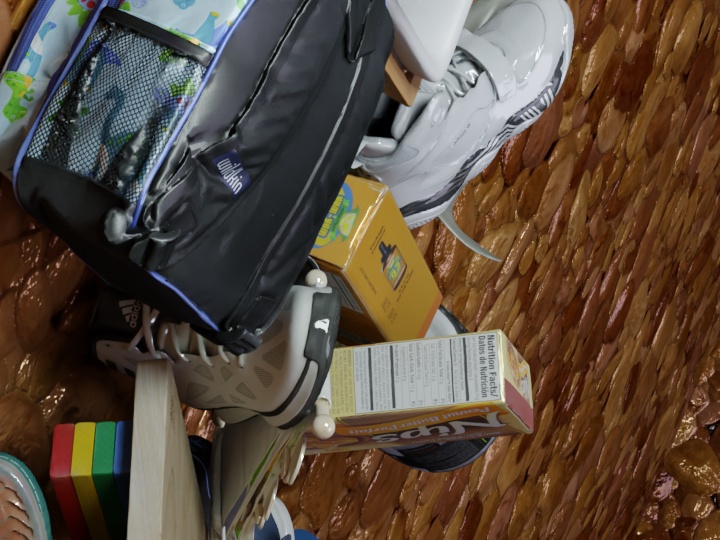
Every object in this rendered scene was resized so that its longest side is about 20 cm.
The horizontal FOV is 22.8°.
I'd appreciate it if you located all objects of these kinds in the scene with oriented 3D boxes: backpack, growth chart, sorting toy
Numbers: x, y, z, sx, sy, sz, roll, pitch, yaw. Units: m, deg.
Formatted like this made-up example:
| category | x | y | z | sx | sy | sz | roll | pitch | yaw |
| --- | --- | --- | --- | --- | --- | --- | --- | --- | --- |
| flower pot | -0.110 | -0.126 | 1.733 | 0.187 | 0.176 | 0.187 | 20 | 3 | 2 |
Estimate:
| category | x | y | z | sx | sy | sz | roll | pitch | yaw |
| --- | --- | --- | --- | --- | --- | --- | --- | --- | --- |
| backpack | -0.085 | -0.090 | 0.905 | 0.201 | 0.146 | 0.183 | -60 | 157 | -9 |
| growth chart | -0.058 | 0.096 | 1.077 | 0.200 | 0.018 | 0.146 | 125 | -27 | -46 |
| sorting toy | -0.131 | 0.189 | 1.002 | 0.200 | 0.069 | 0.201 | 85 | 2 | -51 |

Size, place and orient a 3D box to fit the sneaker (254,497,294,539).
| category | x | y | z | sx | sy | sz | roll | pitch | yaw |
| --- | --- | --- | --- | --- | --- | --- | --- | --- | --- |
| sneaker | -0.100 | 0.259 | 1.308 | 0.146 | 0.080 | 0.202 | -19 | 125 | -61 |

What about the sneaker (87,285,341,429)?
| category | x | y | z | sx | sy | sz | roll | pitch | yaw |
| --- | --- | --- | --- | --- | --- | --- | --- | --- | --- |
| sneaker | -0.092 | 0.042 | 1.014 | 0.200 | 0.115 | 0.076 | -27 | -130 | 63 |

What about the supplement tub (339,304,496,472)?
| category | x | y | z | sx | sy | sz | roll | pitch | yaw |
| --- | --- | --- | --- | --- | --- | --- | --- | --- | --- |
| supplement tub | 0.051 | 0.098 | 1.466 | 0.123 | 0.122 | 0.200 | -65 | 159 | -8 |

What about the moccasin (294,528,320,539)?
| category | x | y | z | sx | sy | sz | roll | pitch | yaw |
| --- | --- | --- | --- | --- | --- | --- | --- | --- | --- |
| moccasin | -0.070 | 0.272 | 1.397 | 0.068 | 0.080 | 0.200 | -49 | -177 | 23 |

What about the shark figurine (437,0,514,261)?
| category | x | y | z | sx | sy | sz | roll | pitch | yaw |
| --- | --- | --- | --- | --- | --- | --- | --- | --- | --- |
| shark figurine | 0.065 | -0.091 | 1.315 | 0.127 | 0.089 | 0.216 | -19 | 134 | -31 |

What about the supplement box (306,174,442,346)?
| category | x | y | z | sx | sy | sz | roll | pitch | yaw |
| --- | --- | --- | --- | --- | --- | --- | --- | --- | --- |
| supplement box | 0.000 | 0.000 | 1.239 | 0.067 | 0.068 | 0.200 | -63 | 160 | -15 |

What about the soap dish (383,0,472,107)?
| category | x | y | z | sx | sy | sz | roll | pitch | yaw |
| --- | --- | --- | --- | --- | --- | --- | --- | --- | --- |
| soap dish | 0.018 | -0.224 | 1.058 | 0.157 | 0.081 | 0.201 | 50 | 54 | -55 |

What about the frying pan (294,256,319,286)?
| category | x | y | z | sx | sy | sz | roll | pitch | yaw |
| --- | --- | --- | --- | --- | --- | --- | --- | --- | --- |
| frying pan | -0.103 | 0.017 | 1.113 | 0.189 | 0.031 | 0.115 | 13 | 126 | -47 |

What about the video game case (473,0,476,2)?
| category | x | y | z | sx | sy | sz | roll | pitch | yaw |
| --- | --- | --- | --- | --- | --- | --- | --- | --- | --- |
| video game case | 0.080 | -0.200 | 1.379 | 0.181 | 0.025 | 0.201 | -50 | 152 | -40 |

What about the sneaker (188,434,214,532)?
| category | x | y | z | sx | sy | sz | roll | pitch | yaw |
| --- | --- | --- | --- | --- | --- | --- | --- | --- | --- |
| sneaker | -0.130 | 0.204 | 1.196 | 0.078 | 0.070 | 0.202 | -29 | 136 | -49 |

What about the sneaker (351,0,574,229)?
| category | x | y | z | sx | sy | sz | roll | pitch | yaw |
| --- | --- | --- | --- | --- | --- | --- | --- | --- | --- |
| sneaker | 0.065 | -0.124 | 1.204 | 0.200 | 0.075 | 0.115 | -49 | 153 | -3 |

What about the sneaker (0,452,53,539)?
| category | x | y | z | sx | sy | sz | roll | pitch | yaw |
| --- | --- | --- | --- | --- | --- | --- | --- | --- | --- |
| sneaker | -0.201 | 0.180 | 1.017 | 0.080 | 0.071 | 0.202 | -79 | 172 | -63 |

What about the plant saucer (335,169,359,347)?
| category | x | y | z | sx | sy | sz | roll | pitch | yaw |
| --- | --- | --- | --- | --- | --- | --- | --- | --- | --- |
| plant saucer | -0.021 | -0.010 | 1.310 | 0.200 | 0.031 | 0.201 | -52 | 155 | -37 |

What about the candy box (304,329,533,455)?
| category | x | y | z | sx | sy | sz | roll | pitch | yaw |
| --- | --- | --- | --- | --- | --- | --- | --- | --- | --- |
| candy box | 0.015 | 0.089 | 1.260 | 0.115 | 0.198 | 0.056 | 44 | 40 | -69 |
